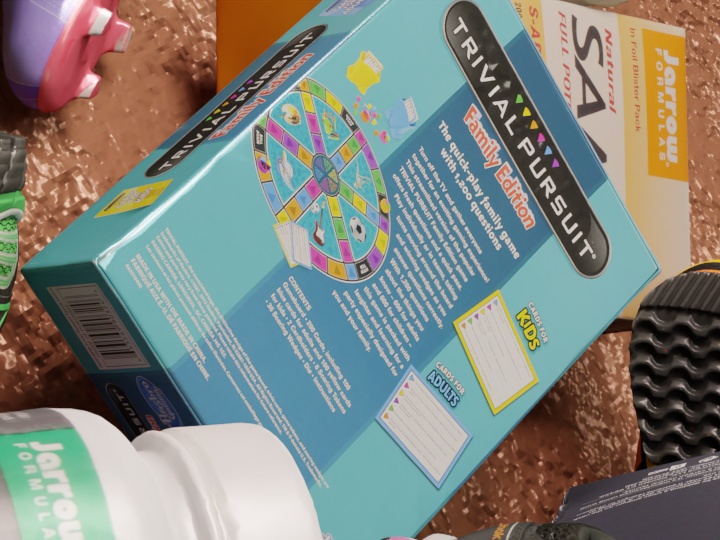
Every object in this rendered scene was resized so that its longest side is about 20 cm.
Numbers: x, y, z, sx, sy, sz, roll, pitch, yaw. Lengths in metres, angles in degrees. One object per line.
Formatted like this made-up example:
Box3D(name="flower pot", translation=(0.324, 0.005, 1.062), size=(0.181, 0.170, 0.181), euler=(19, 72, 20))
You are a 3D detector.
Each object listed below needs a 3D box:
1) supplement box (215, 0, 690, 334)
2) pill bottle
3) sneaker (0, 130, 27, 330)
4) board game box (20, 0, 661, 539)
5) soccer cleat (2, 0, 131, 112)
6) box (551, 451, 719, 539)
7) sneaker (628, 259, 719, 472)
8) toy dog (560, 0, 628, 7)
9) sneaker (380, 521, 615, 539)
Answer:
Box3D(name="supplement box", translation=(0.040, -0.043, 1.080), size=(0.200, 0.074, 0.126), euler=(5, 82, -45))
Box3D(name="pill bottle", translation=(-0.117, 0.097, 0.770), size=(0.200, 0.113, 0.113), euler=(-4, 69, -25))
Box3D(name="sneaker", translation=(-0.183, 0.008, 0.833), size=(0.200, 0.078, 0.085), euler=(-10, 104, -37))
Box3D(name="board game box", translation=(0.000, 0.000, 0.954), size=(0.200, 0.047, 0.151), euler=(-44, 114, -33))
Box3D(name="soccer cleat", translation=(-0.108, -0.141, 1.027), size=(0.076, 0.067, 0.200), euler=(17, 55, -2))
Box3D(name="box", translation=(0.131, 0.178, 0.963), size=(0.182, 0.104, 0.200), euler=(-37, 112, -73))
Box3D(name="sneaker", translation=(0.137, 0.094, 1.091), size=(0.090, 0.070, 0.200), euler=(-29, 123, -72))
Box3D(name="toy dog", translation=(0.026, -0.188, 1.140), size=(0.200, 0.140, 0.194), euler=(22, 47, -23))
Box3D(name="sneaker", translation=(0.068, 0.167, 0.837), size=(0.200, 0.086, 0.080), euler=(69, 23, -6))
